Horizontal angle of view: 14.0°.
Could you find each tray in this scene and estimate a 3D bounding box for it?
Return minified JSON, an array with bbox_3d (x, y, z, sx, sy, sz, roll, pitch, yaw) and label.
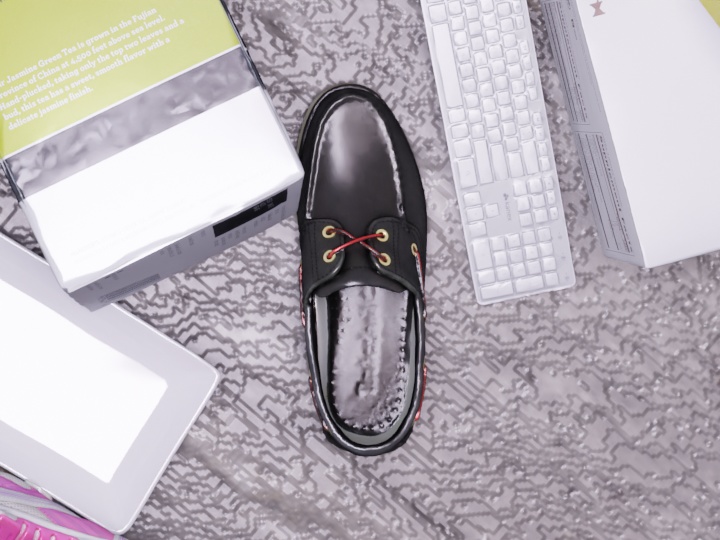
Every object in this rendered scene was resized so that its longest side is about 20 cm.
[{"bbox_3d":[-0.185,0.047,1.580,0.199,0.022,0.108,32,89,-7],"label":"tray"}]

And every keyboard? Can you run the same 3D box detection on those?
[{"bbox_3d":[0.073,-0.081,1.587,0.056,0.011,0.201,-13,106,-6],"label":"keyboard"}]

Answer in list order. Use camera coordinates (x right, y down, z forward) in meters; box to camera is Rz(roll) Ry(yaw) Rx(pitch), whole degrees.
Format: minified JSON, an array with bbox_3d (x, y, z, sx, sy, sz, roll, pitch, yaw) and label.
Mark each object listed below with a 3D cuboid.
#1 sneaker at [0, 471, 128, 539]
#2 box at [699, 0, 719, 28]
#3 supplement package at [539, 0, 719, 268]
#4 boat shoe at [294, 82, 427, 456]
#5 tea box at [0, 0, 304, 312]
[{"bbox_3d":[-0.173,0.152,1.559,0.200,0.088,0.082,31,98,-29],"label":"sneaker"},{"bbox_3d":[0.174,-0.201,1.495,0.075,0.050,0.200,-32,74,-11],"label":"box"},{"bbox_3d":[0.216,-0.103,1.570,0.199,0.111,0.157,-15,94,-4],"label":"supplement package"},{"bbox_3d":[0.003,0.000,1.578,0.073,0.063,0.203,-3,92,-3],"label":"boat shoe"},{"bbox_3d":[-0.127,-0.097,1.480,0.133,0.200,0.198,-25,87,-4],"label":"tea box"}]
